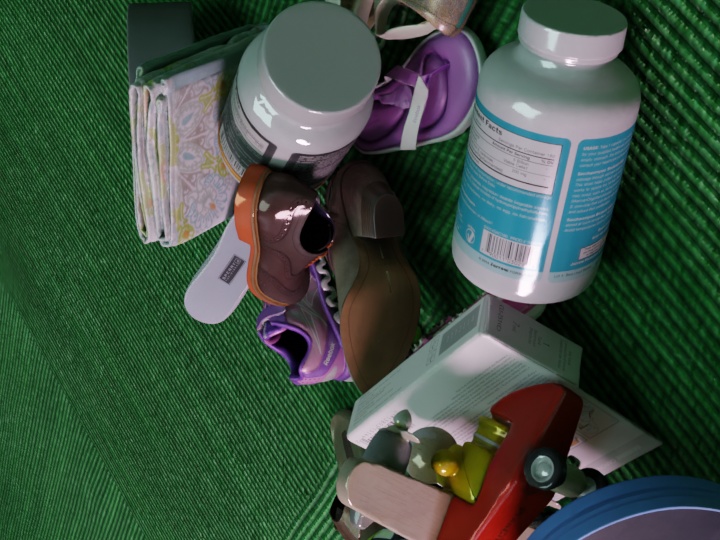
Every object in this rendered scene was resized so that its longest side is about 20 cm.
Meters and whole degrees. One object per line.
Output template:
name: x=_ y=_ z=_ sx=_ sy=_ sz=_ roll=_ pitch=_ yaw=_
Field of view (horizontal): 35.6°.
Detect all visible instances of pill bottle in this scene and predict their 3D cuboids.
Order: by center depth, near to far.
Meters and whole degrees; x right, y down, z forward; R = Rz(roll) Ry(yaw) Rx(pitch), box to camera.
pill bottle: x=0.130 y=-0.084 z=0.782 sx=0.111 sy=0.111 sz=0.200 roll=39 pitch=136 yaw=37
pill bottle: x=-0.053 y=-0.140 z=0.946 sx=0.117 sy=0.116 sz=0.200 roll=65 pitch=161 yaw=6

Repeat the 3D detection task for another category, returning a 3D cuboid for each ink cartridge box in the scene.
ink cartridge box: x=0.113 y=0.121 z=0.913 sx=0.176 sy=0.045 sz=0.200 roll=30 pitch=137 yaw=-16

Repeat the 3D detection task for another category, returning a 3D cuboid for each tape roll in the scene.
tape roll: x=-0.200 y=-0.175 z=1.161 sx=0.200 sy=0.066 sz=0.201 roll=177 pitch=90 yaw=-83

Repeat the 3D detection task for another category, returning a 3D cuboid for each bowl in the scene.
bowl: x=0.198 y=0.222 z=0.789 sx=0.039 sy=0.200 sz=0.201 roll=-103 pitch=16 yaw=-54

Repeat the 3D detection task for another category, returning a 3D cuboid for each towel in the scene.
towel: x=-0.138 y=-0.131 z=1.062 sx=0.048 sy=0.200 sz=0.171 roll=20 pitch=124 yaw=28

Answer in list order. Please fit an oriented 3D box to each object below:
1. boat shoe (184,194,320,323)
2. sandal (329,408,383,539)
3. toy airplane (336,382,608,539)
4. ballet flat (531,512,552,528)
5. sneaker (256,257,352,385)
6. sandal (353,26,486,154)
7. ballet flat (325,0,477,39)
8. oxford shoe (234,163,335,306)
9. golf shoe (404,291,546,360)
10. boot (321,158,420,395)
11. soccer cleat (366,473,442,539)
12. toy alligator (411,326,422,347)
boat shoe: x=-0.104 y=-0.027 z=1.114 sx=0.070 sy=0.066 sz=0.200 roll=34 pitch=121 yaw=-9
sandal: x=-0.007 y=0.241 z=1.160 sx=0.080 sy=0.057 sz=0.201 roll=-52 pitch=48 yaw=45
toy airplane: x=0.071 y=0.180 z=0.843 sx=0.141 sy=0.199 sz=0.200 roll=48 pitch=149 yaw=45
ballet flat: x=0.153 y=0.245 z=0.974 sx=0.200 sy=0.057 sz=0.067 roll=-22 pitch=88 yaw=57
sneaker: x=-0.073 y=0.034 z=1.154 sx=0.200 sy=0.088 sz=0.081 roll=60 pitch=147 yaw=15
sandal: x=0.037 y=-0.136 z=0.938 sx=0.203 sy=0.050 sz=0.083 roll=-27 pitch=85 yaw=59
ballet flat: x=0.013 y=-0.223 z=0.903 sx=0.200 sy=0.068 sz=0.067 roll=24 pitch=104 yaw=48
oxford shoe: x=-0.059 y=-0.017 z=0.993 sx=0.072 sy=0.071 sz=0.200 roll=14 pitch=156 yaw=12
golf shoe: x=0.108 y=0.068 z=0.943 sx=0.092 sy=0.075 sz=0.200 roll=52 pitch=149 yaw=3
boot: x=0.000 y=0.000 z=1.021 sx=0.146 sy=0.070 sz=0.200 roll=-156 pitch=72 yaw=-71
soccer cleat: x=0.056 y=0.237 z=1.035 sx=0.200 sy=0.067 sz=0.081 roll=-56 pitch=15 yaw=17
toy alligator: x=0.041 y=0.097 z=1.055 sx=0.059 sy=0.054 sz=0.200 roll=-4 pitch=104 yaw=55
